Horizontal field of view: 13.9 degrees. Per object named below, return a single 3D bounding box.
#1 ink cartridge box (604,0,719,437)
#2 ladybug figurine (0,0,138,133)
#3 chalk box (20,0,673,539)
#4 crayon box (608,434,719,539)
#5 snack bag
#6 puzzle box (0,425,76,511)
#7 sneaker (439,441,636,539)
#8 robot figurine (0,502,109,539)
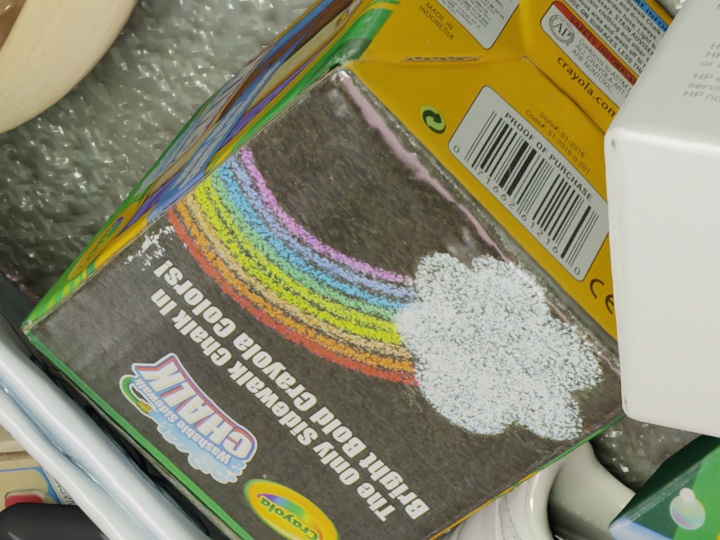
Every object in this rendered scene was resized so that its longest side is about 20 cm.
[{"bbox_3d":[0.157,-0.043,0.676,0.144,0.200,0.084,11,131,22],"label":"ink cartridge box"},{"bbox_3d":[-0.117,-0.120,0.850,0.136,0.072,0.200,33,134,-6],"label":"ladybug figurine"},{"bbox_3d":[0.000,0.000,0.847,0.125,0.124,0.200,45,133,-10],"label":"chalk box"},{"bbox_3d":[0.180,0.061,0.800,0.126,0.052,0.200,50,125,1],"label":"crayon box"},{"bbox_3d":[-0.098,0.035,0.901,0.021,0.200,0.189,-44,99,-1],"label":"snack bag"},{"bbox_3d":[-0.110,0.136,1.075,0.133,0.025,0.200,-7,120,33],"label":"puzzle box"},{"bbox_3d":[0.100,0.136,0.894,0.200,0.075,0.100,46,139,16],"label":"sneaker"},{"bbox_3d":[-0.093,0.169,0.973,0.200,0.150,0.125,4,141,44],"label":"robot figurine"}]
